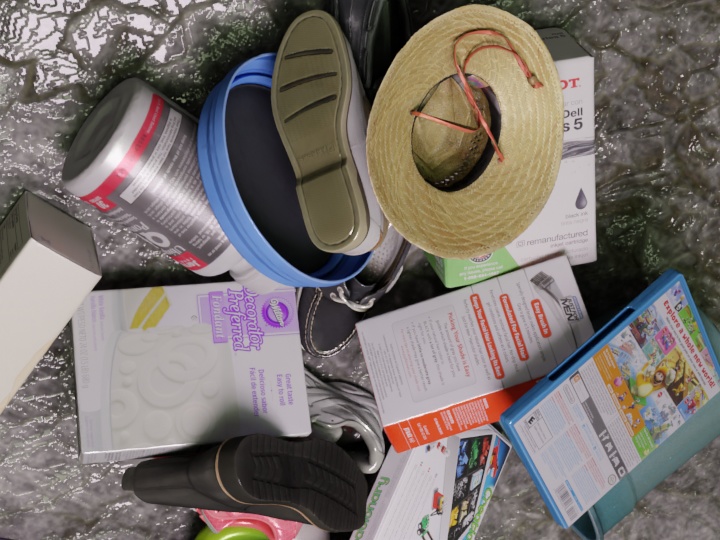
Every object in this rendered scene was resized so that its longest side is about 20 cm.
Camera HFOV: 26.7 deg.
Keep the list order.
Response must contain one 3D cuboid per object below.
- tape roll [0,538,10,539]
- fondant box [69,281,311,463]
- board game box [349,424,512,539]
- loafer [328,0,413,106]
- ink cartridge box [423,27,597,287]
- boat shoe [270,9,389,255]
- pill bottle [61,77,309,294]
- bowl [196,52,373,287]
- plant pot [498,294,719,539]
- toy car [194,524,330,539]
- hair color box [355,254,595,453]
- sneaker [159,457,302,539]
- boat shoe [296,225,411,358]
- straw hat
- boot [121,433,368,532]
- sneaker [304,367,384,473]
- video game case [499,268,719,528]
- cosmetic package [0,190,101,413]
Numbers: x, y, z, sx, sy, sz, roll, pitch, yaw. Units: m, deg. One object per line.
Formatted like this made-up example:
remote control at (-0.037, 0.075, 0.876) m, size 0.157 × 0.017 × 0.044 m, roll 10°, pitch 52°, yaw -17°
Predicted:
tape roll at (-0.359, 0.358, 1.455) m, size 0.200 × 0.066 × 0.200 m, roll -5°, pitch 116°, yaw -11°
fondant box at (-0.152, 0.087, 1.337) m, size 0.200 × 0.058 × 0.144 m, roll -4°, pitch 74°, yaw -14°
board game box at (0.065, 0.222, 1.443) m, size 0.126 × 0.035 × 0.200 m, roll 43°, pitch 63°, yaw -37°
loafer at (0.020, -0.154, 1.275) m, size 0.068 × 0.070 × 0.201 m, roll -20°, pitch 108°, yaw -42°
ink cartridge box at (0.128, -0.100, 1.347) m, size 0.145 × 0.084 × 0.200 m, roll -10°, pitch 117°, yaw -9°
boat shoe at (-0.021, -0.110, 1.236) m, size 0.075 × 0.068 × 0.200 m, roll -11°, pitch 81°, yaw 28°
pill bottle at (-0.141, -0.064, 1.281) m, size 0.200 × 0.111 × 0.111 m, roll 34°, pitch 103°, yaw -25°
bowl at (-0.059, -0.080, 1.259) m, size 0.039 × 0.201 × 0.201 m, roll -19°, pitch 125°, yaw 34°
plant pot at (0.247, 0.124, 1.435) m, size 0.196 × 0.200 × 0.200 m, roll -32°, pitch 119°, yaw -6°
toy car at (-0.087, 0.327, 1.461) m, size 0.175 × 0.150 × 0.200 m, roll -29°, pitch 119°, yaw 1°
hair color box at (0.107, 0.074, 1.344) m, size 0.200 × 0.111 × 0.064 m, roll -18°, pitch 147°, yaw 5°
sneaker at (-0.136, 0.193, 1.394) m, size 0.200 × 0.074 × 0.087 m, roll 21°, pitch 70°, yaw -6°
boat shoe at (0.000, 0.000, 1.376) m, size 0.074 × 0.060 × 0.200 m, roll 23°, pitch 107°, yaw -23°
straw hat at (0.068, -0.113, 1.229) m, size 0.201 × 0.085 × 0.201 m, roll -6°, pitch 101°, yaw -30°
boot at (-0.098, 0.190, 1.347) m, size 0.138 × 0.078 × 0.200 m, roll -12°, pitch 151°, yaw 33°
sneaker at (-0.057, 0.133, 1.404) m, size 0.200 × 0.099 × 0.078 m, roll 19°, pitch 109°, yaw -22°
video game case at (0.220, 0.111, 1.300) m, size 0.200 × 0.018 × 0.143 m, roll -39°, pitch 126°, yaw -13°
cosmetic package at (-0.309, 0.044, 1.295) m, size 0.073 × 0.104 × 0.200 m, roll 33°, pitch 105°, yaw -26°
